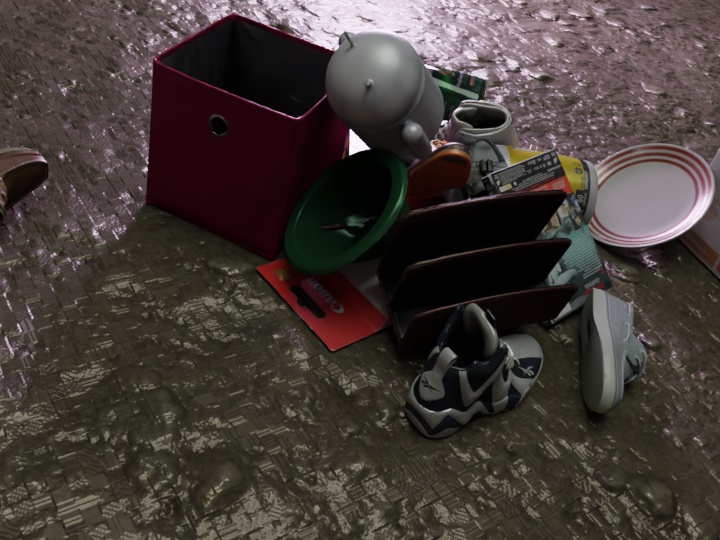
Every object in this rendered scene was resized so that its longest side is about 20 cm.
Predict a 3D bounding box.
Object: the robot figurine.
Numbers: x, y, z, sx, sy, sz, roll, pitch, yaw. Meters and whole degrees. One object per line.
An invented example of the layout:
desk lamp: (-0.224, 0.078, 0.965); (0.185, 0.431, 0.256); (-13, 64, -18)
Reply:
robot figurine: (0.029, -0.203, 0.937); (0.170, 0.113, 0.200); (55, 10, 21)

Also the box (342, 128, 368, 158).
box: (0.010, -0.162, 1.141); (0.069, 0.065, 0.201); (11, 27, -6)

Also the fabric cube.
fabric cube: (-0.136, -0.173, 1.022); (0.195, 0.201, 0.200); (24, 38, 10)

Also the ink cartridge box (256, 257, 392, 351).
ink cartridge box: (0.000, 0.000, 0.978); (0.199, 0.050, 0.161); (-18, 49, -38)

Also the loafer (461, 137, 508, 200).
loafer: (0.169, -0.081, 1.040); (0.071, 0.063, 0.202); (-4, 76, 3)

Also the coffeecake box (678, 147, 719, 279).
coffeecake box: (0.558, -0.088, 1.149); (0.072, 0.201, 0.154); (-5, 42, -25)

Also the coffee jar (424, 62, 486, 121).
coffee jar: (0.104, -0.299, 1.350); (0.198, 0.086, 0.105); (17, 38, 3)

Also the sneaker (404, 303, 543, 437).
sneaker: (0.138, 0.084, 0.852); (0.198, 0.130, 0.080); (-15, 48, -33)

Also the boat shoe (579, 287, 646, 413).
boat shoe: (0.300, 0.092, 0.946); (0.071, 0.071, 0.201); (14, 35, 4)

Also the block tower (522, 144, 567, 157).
block tower: (0.244, -0.167, 1.260); (0.198, 0.054, 0.058); (21, 37, 9)

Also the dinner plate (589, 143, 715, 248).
dinner plate: (0.419, -0.108, 1.199); (0.198, 0.024, 0.202); (-16, 48, 19)

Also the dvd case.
dvd case: (0.243, -0.046, 1.042); (0.145, 0.022, 0.202); (-24, 90, -39)

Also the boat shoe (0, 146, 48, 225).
boat shoe: (-0.432, -0.068, 0.902); (0.074, 0.076, 0.200); (36, 51, 18)

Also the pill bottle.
pill bottle: (0.222, -0.116, 1.143); (0.198, 0.112, 0.112); (8, 38, -8)

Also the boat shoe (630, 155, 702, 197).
boat shoe: (0.477, -0.140, 1.304); (0.199, 0.074, 0.065); (-22, 30, -37)

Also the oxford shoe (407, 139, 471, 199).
oxford shoe: (0.099, -0.144, 1.070); (0.071, 0.200, 0.074); (13, 80, -11)

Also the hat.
hat: (0.034, -0.034, 0.975); (0.176, 0.200, 0.166); (44, 1, -40)

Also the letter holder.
letter holder: (0.134, -0.004, 0.884); (0.198, 0.143, 0.101); (-9, 63, -16)

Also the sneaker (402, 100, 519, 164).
sneaker: (0.129, -0.208, 1.184); (0.198, 0.116, 0.074); (1, 72, 16)
